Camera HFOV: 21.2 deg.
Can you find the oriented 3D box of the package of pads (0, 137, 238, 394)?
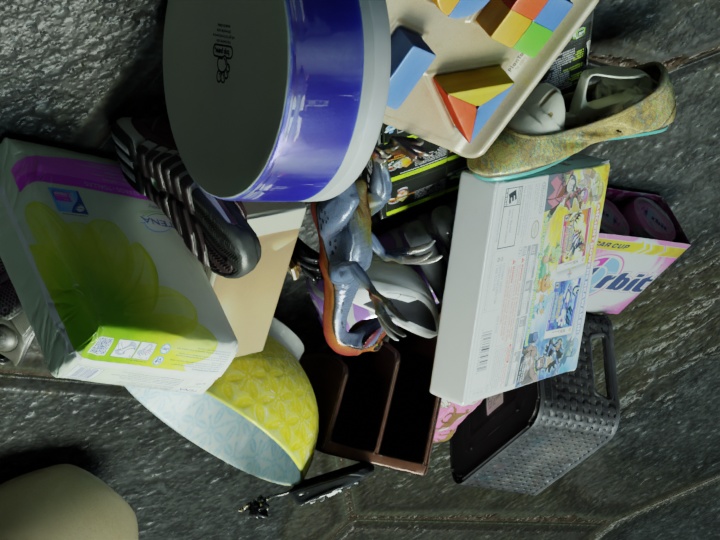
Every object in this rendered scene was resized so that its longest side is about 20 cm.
[{"bbox_3d":[-0.191,-0.001,1.463,0.154,0.201,0.068,11,132,-47],"label":"package of pads"}]

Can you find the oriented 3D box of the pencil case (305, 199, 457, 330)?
[{"bbox_3d":[0.048,-0.001,1.776,0.199,0.084,0.085,-25,178,0],"label":"pencil case"}]

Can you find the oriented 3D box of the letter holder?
[{"bbox_3d":[0.004,0.106,1.822,0.100,0.143,0.200,14,176,-14],"label":"letter holder"}]

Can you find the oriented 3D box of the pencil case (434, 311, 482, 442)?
[{"bbox_3d":[0.093,0.094,1.944,0.082,0.087,0.200,3,141,-25],"label":"pencil case"}]

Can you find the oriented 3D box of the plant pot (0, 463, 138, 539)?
[{"bbox_3d":[-0.290,0.265,1.845,0.135,0.199,0.201,-55,160,-25],"label":"plant pot"}]

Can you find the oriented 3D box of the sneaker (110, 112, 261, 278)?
[{"bbox_3d":[-0.098,-0.078,1.443,0.115,0.200,0.076,-25,134,-21],"label":"sneaker"}]

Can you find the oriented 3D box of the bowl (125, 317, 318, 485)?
[{"bbox_3d":[-0.110,0.095,1.737,0.108,0.199,0.200,-58,157,-19],"label":"bowl"}]

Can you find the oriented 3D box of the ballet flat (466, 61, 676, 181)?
[{"bbox_3d":[0.176,-0.132,1.608,0.199,0.071,0.071,-17,149,-20],"label":"ballet flat"}]

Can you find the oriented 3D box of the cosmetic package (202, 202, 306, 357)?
[{"bbox_3d":[-0.110,-0.022,1.592,0.071,0.106,0.200,-11,148,-22],"label":"cosmetic package"}]

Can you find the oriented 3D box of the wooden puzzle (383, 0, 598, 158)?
[{"bbox_3d":[0.074,-0.180,1.483,0.199,0.046,0.186,20,116,-38],"label":"wooden puzzle"}]

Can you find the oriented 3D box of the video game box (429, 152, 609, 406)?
[{"bbox_3d":[0.141,0.003,1.687,0.182,0.047,0.201,-10,113,-49],"label":"video game box"}]

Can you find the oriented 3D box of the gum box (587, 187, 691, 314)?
[{"bbox_3d":[0.211,-0.022,1.875,0.199,0.066,0.114,5,138,-43],"label":"gum box"}]

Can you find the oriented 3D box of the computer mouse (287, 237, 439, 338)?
[{"bbox_3d":[0.000,0.000,1.665,0.199,0.110,0.044,25,104,-37],"label":"computer mouse"}]

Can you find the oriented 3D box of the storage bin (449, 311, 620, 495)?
[{"bbox_3d":[0.172,0.133,1.966,0.093,0.136,0.200,10,150,-20],"label":"storage bin"}]

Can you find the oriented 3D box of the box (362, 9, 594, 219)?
[{"bbox_3d":[0.096,-0.144,1.622,0.199,0.048,0.194,-22,152,-10],"label":"box"}]

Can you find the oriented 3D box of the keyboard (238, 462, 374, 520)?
[{"bbox_3d":[-0.046,0.202,1.767,0.126,0.021,0.200,-17,176,0],"label":"keyboard"}]

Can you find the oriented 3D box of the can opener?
[{"bbox_3d":[0.096,0.025,1.708,0.053,0.067,0.200,-29,142,1],"label":"can opener"}]

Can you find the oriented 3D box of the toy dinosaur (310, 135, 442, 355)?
[{"bbox_3d":[-0.006,-0.026,1.565,0.105,0.200,0.182,-16,138,-54],"label":"toy dinosaur"}]

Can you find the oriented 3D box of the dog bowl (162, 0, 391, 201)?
[{"bbox_3d":[-0.062,-0.148,1.337,0.078,0.201,0.200,-2,143,-30],"label":"dog bowl"}]

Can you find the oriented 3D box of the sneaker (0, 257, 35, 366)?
[{"bbox_3d":[-0.318,0.019,1.485,0.198,0.115,0.076,-6,143,-28],"label":"sneaker"}]
